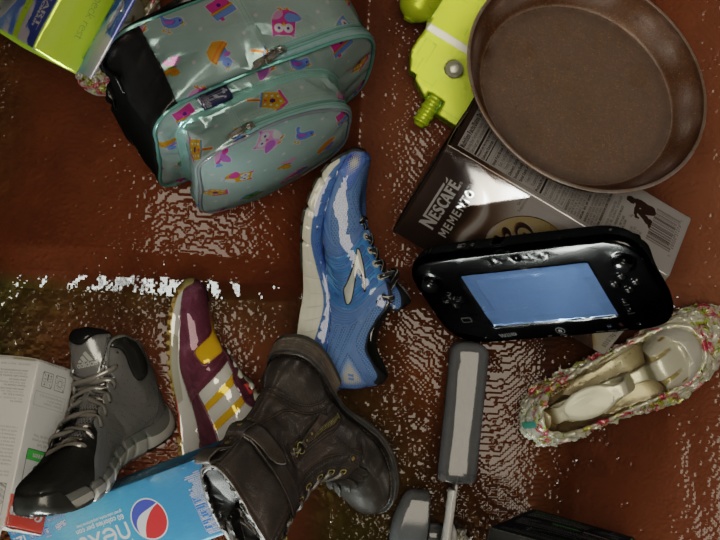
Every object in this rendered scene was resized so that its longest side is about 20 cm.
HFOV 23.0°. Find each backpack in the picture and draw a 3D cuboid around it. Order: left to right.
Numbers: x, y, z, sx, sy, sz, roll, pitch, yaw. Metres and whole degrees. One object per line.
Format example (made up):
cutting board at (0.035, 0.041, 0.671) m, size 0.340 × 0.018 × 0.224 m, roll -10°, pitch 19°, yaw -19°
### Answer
backpack at (-0.083, -0.148, 1.378) m, size 0.200 × 0.176 × 0.153 m, roll -34°, pitch 77°, yaw -12°

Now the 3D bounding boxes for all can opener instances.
can opener at (0.069, 0.156, 1.448) m, size 0.066 × 0.053 × 0.200 m, roll 10°, pitch 90°, yaw 0°

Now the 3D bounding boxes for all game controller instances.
game controller at (0.140, 0.013, 1.367) m, size 0.200 × 0.042 × 0.104 m, roll -6°, pitch 127°, yaw 33°

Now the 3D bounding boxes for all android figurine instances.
android figurine at (0.119, -0.190, 1.452) m, size 0.182 × 0.041 × 0.200 m, roll 34°, pitch 88°, yaw -2°

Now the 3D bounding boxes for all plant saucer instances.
plant saucer at (0.173, -0.144, 1.385) m, size 0.200 × 0.034 × 0.200 m, roll 7°, pitch 65°, yaw -15°

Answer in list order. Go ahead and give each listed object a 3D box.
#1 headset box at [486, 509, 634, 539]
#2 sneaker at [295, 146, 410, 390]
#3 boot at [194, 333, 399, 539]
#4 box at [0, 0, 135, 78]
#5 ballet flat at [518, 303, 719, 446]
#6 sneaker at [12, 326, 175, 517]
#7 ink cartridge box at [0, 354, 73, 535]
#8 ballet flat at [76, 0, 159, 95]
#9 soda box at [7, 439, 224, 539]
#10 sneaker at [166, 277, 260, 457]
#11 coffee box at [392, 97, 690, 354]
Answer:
headset box at (0.142, 0.287, 1.384) m, size 0.093 × 0.200 × 0.174 m, roll 14°, pitch 89°, yaw 15°
sneaker at (0.000, 0.000, 1.428) m, size 0.089 × 0.079 × 0.200 m, roll 4°, pitch 99°, yaw 13°
boot at (-0.053, 0.166, 1.368) m, size 0.069 × 0.174 × 0.200 m, roll -11°, pitch 124°, yaw 32°
box at (-0.229, -0.225, 1.367) m, size 0.048 × 0.200 × 0.122 m, roll 27°, pitch 92°, yaw -31°
ballet flat at (0.223, 0.091, 1.445) m, size 0.200 × 0.064 × 0.076 m, roll -29°, pitch 90°, yaw -1°
sneaker at (-0.218, 0.107, 1.369) m, size 0.075 × 0.200 × 0.116 m, roll -6°, pitch 105°, yaw 22°
ink cartridge box at (-0.300, 0.168, 1.401) m, size 0.109 × 0.050 × 0.200 m, roll 2°, pitch 77°, yaw 31°
ballet flat at (-0.189, -0.240, 1.427) m, size 0.076 × 0.064 × 0.200 m, roll 21°, pitch 91°, yaw 4°
soda box at (-0.177, 0.195, 1.396) m, size 0.200 × 0.068 × 0.064 m, roll -22°, pitch 92°, yaw 26°
sneaker at (-0.106, 0.102, 1.437) m, size 0.090 × 0.075 × 0.200 m, roll -5°, pitch 100°, yaw 1°
coffee box at (0.143, -0.037, 1.408) m, size 0.200 × 0.113 × 0.080 m, roll 30°, pitch 46°, yaw -1°
